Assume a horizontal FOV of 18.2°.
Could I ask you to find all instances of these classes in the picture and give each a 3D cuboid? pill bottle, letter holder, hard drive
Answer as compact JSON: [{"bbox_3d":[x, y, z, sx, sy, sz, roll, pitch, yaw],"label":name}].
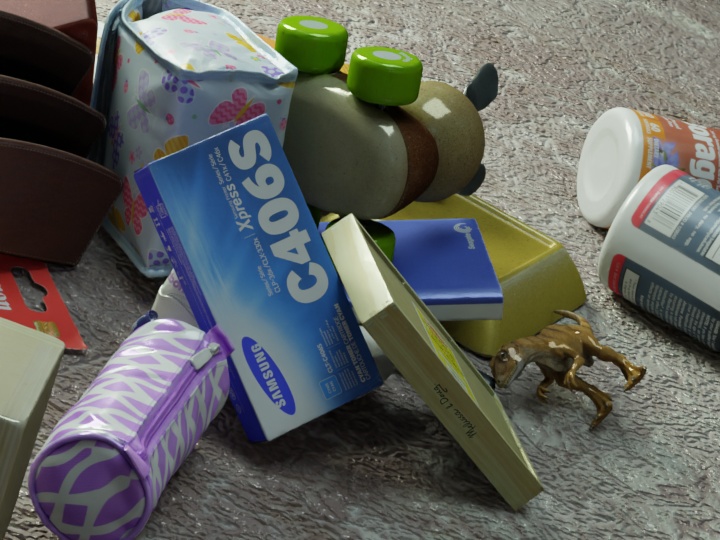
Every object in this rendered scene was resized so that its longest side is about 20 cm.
[{"bbox_3d":[0.313,0.007,1.899,0.199,0.120,0.119,32,27,22],"label":"pill bottle"},{"bbox_3d":[-0.256,-0.099,1.577,0.101,0.143,0.200,44,17,30],"label":"letter holder"},{"bbox_3d":[0.310,-0.079,2.080,0.199,0.113,0.112,11,26,-20],"label":"pill bottle"},{"bbox_3d":[0.000,0.000,1.714,0.198,0.026,0.132,-1,28,-7],"label":"hard drive"}]

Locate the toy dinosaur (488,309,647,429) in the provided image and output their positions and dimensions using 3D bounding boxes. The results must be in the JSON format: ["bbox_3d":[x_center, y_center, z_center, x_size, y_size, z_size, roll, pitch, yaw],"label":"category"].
[{"bbox_3d":[0.167,0.060,1.727,0.106,0.061,0.200,43,22,15],"label":"toy dinosaur"}]

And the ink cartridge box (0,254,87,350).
[{"bbox_3d":[-0.296,-0.011,1.549,0.199,0.050,0.161,4,29,-27],"label":"ink cartridge box"}]

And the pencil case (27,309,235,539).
[{"bbox_3d":[-0.137,0.098,1.399,0.084,0.085,0.200,59,23,-14],"label":"pencil case"}]

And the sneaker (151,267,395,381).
[{"bbox_3d":[-0.054,0.038,1.572,0.199,0.100,0.075,7,22,-30],"label":"sneaker"}]

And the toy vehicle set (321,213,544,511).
[{"bbox_3d":[0.050,0.063,1.552,0.200,0.026,0.124,51,8,-31],"label":"toy vehicle set"}]

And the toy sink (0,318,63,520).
[{"bbox_3d":[-0.284,0.084,1.246,0.199,0.131,0.112,21,25,-2],"label":"toy sink"}]

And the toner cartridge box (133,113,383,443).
[{"bbox_3d":[-0.068,0.006,1.510,0.095,0.201,0.043,-25,3,-21],"label":"toner cartridge box"}]

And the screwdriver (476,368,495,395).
[{"bbox_3d":[0.007,0.058,1.680,0.199,0.028,0.029,18,53,9],"label":"screwdriver"}]

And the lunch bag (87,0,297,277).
[{"bbox_3d":[-0.143,-0.106,1.694,0.126,0.171,0.200,0,25,-26],"label":"lunch bag"}]

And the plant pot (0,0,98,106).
[{"bbox_3d":[-0.299,-0.189,1.708,0.199,0.200,0.177,-18,58,-23],"label":"plant pot"}]

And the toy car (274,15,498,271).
[{"bbox_3d":[0.032,-0.104,1.730,0.199,0.165,0.157,-12,29,-44],"label":"toy car"}]

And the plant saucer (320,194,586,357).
[{"bbox_3d":[0.075,-0.018,1.851,0.199,0.049,0.200,29,26,19],"label":"plant saucer"}]

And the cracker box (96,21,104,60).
[{"bbox_3d":[-0.270,-0.180,1.902,0.199,0.058,0.134,26,25,10],"label":"cracker box"}]

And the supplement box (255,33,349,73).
[{"bbox_3d":[-0.007,-0.130,1.861,0.199,0.067,0.069,15,19,-21],"label":"supplement box"}]
